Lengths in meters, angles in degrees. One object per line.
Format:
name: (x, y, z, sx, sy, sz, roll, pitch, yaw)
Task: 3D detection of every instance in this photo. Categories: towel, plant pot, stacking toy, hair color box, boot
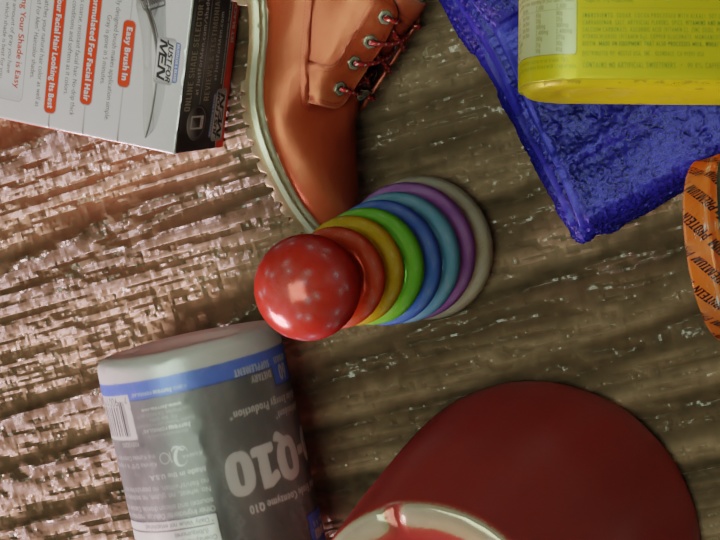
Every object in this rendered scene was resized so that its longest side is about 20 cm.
towel: (0.129, -0.130, 1.001, 0.148, 0.050, 0.200, -31, 85, 26)
plant pot: (0.070, 0.172, 1.006, 0.200, 0.177, 0.201, 4, 99, 24)
stacking toy: (0.000, 0.000, 0.997, 0.085, 0.200, 0.086, 4, 100, 24)
hair color box: (-0.178, -0.144, 1.131, 0.200, 0.064, 0.111, 13, 102, 23)
boot: (-0.011, -0.118, 1.056, 0.107, 0.075, 0.201, -5, 95, 21)

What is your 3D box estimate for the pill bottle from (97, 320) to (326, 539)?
pill bottle: (-0.083, 0.139, 1.105, 0.114, 0.114, 0.200, -11, 94, 25)

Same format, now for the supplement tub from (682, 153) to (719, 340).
supplement tub: (0.270, -0.024, 0.914, 0.200, 0.122, 0.123, -8, 95, 25)

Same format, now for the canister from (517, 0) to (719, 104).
canister: (0.149, -0.187, 0.927, 0.148, 0.087, 0.201, 1, 88, 0)
